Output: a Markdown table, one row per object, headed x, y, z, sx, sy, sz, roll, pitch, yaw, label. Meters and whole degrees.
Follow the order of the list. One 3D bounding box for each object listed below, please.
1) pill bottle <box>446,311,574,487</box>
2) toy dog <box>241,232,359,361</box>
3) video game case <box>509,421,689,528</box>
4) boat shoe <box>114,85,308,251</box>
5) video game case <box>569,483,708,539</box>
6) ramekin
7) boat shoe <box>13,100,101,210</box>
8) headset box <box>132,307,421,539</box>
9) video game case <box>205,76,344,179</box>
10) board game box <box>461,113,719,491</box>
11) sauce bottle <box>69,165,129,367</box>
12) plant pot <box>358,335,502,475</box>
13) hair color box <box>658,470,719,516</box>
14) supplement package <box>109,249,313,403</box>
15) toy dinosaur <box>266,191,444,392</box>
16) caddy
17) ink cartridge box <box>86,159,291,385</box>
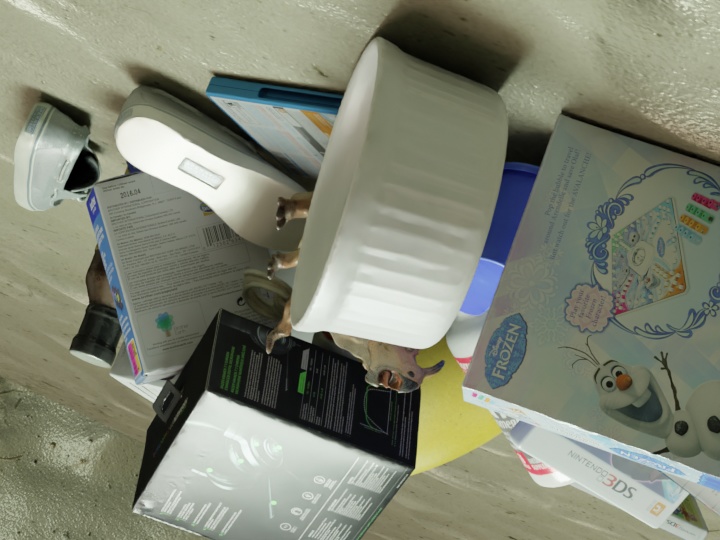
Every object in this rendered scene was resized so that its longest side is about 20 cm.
| x | y | z | sx | sy | sz | roll | pitch | yaw | label |
| --- | --- | --- | --- | --- | --- | --- | --- | --- | --- |
| 0.138 | 0.066 | 1.523 | 0.201 | 0.110 | 0.110 | 57 | 156 | -11 | pill bottle |
| 0.000 | 0.000 | 1.502 | 0.132 | 0.097 | 0.200 | 42 | 152 | -8 | toy dog |
| 0.239 | 0.094 | 1.456 | 0.182 | 0.200 | 0.023 | 31 | -166 | -36 | video game case |
| -0.113 | -0.086 | 1.546 | 0.198 | 0.069 | 0.072 | 26 | 129 | -16 | boat shoe |
| 0.238 | 0.170 | 1.812 | 0.181 | 0.022 | 0.201 | 26 | -159 | -17 | video game case |
| 0.026 | -0.046 | 1.248 | 0.097 | 0.203 | 0.200 | 15 | 166 | -9 | ramekin |
| -0.279 | -0.093 | 1.744 | 0.071 | 0.071 | 0.201 | 25 | 163 | 0 | boat shoe |
| -0.076 | 0.145 | 1.536 | 0.198 | 0.093 | 0.175 | 21 | 132 | -14 | headset box |
| -0.006 | -0.099 | 1.444 | 0.198 | 0.018 | 0.143 | 12 | 162 | 34 | video game case |
| 0.191 | 0.022 | 1.227 | 0.197 | 0.202 | 0.043 | 19 | 166 | 9 | board game box |
| -0.206 | -0.013 | 1.668 | 0.064 | 0.202 | 0.065 | 19 | 168 | 4 | sauce bottle |
| 0.082 | 0.078 | 1.664 | 0.140 | 0.202 | 0.200 | -7 | 158 | 12 | plant pot |
| 0.255 | 0.107 | 1.412 | 0.200 | 0.100 | 0.061 | 37 | -168 | -41 | hair color box |
| -0.113 | 0.043 | 1.728 | 0.110 | 0.202 | 0.156 | 11 | 162 | 36 | supplement package |
| 0.003 | -0.002 | 1.372 | 0.134 | 0.202 | 0.086 | 7 | 162 | 4 | toy dinosaur |
| 0.138 | -0.013 | 1.369 | 0.140 | 0.106 | 0.200 | 30 | 165 | -5 | caddy |
| -0.151 | -0.019 | 1.596 | 0.135 | 0.202 | 0.076 | -14 | 175 | -17 | ink cartridge box |
